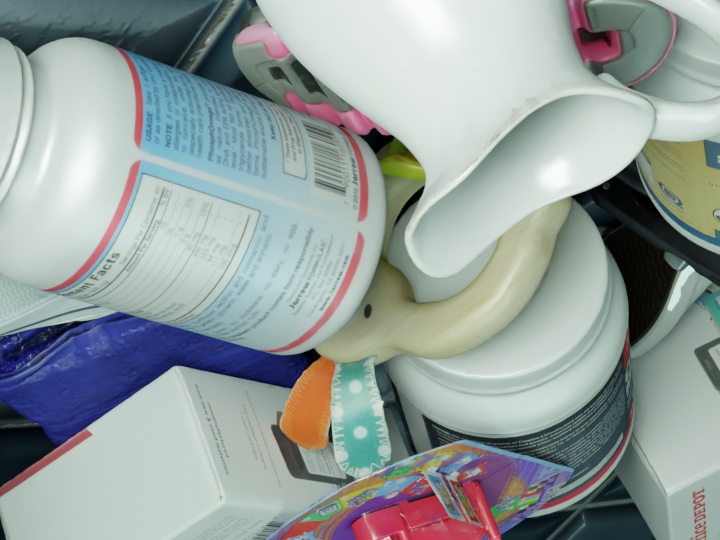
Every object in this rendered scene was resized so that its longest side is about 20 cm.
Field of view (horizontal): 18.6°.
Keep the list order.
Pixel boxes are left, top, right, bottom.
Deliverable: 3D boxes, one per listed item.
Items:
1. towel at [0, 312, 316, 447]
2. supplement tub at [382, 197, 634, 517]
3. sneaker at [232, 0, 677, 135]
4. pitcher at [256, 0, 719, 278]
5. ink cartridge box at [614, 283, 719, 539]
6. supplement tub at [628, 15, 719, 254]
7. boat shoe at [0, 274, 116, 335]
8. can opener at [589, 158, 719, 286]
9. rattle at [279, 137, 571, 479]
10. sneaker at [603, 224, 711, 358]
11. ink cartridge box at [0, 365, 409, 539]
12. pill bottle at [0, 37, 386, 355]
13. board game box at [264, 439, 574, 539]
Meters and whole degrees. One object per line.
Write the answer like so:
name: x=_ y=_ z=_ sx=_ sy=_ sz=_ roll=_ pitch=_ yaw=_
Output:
towel: x=-0.108 y=0.048 z=1.176 sx=0.147 sy=0.050 sz=0.200 roll=-23 pitch=154 yaw=4
supplement tub: x=0.083 y=0.045 z=1.244 sx=0.140 sy=0.141 sz=0.200 roll=-27 pitch=153 yaw=-5
sneaker: x=0.041 y=-0.123 z=0.993 sx=0.199 sy=0.096 sz=0.079 roll=-6 pitch=147 yaw=10
pitcher: x=0.051 y=-0.114 z=0.880 sx=0.171 sy=0.200 sz=0.121 roll=-18 pitch=151 yaw=-21
ink cartridge box: x=0.254 y=0.071 z=1.441 sx=0.200 sy=0.146 sz=0.147 roll=-27 pitch=152 yaw=-4
supplement tub: x=0.201 y=-0.105 z=1.097 sx=0.144 sy=0.145 sz=0.200 roll=-29 pitch=153 yaw=-1
boat shoe: x=-0.130 y=-0.015 z=1.041 sx=0.200 sy=0.074 sz=0.067 roll=-14 pitch=177 yaw=-28
can opener: x=0.211 y=-0.012 z=1.225 sx=0.063 sy=0.200 sz=0.079 roll=-61 pitch=164 yaw=24
rattle: x=0.000 y=0.000 z=1.086 sx=0.200 sy=0.130 sz=0.143 roll=-46 pitch=159 yaw=9
sneaker: x=0.206 y=-0.015 z=1.332 sx=0.084 sy=0.073 sz=0.200 roll=-3 pitch=142 yaw=-36
ink cartridge box: x=-0.076 y=0.133 z=1.211 sx=0.145 sy=0.084 sz=0.200 roll=-35 pitch=153 yaw=25
pill bottle: x=-0.096 y=-0.036 z=0.945 sx=0.200 sy=0.109 sz=0.109 roll=18 pitch=129 yaw=-33
board game box: x=0.032 y=0.154 z=1.192 sx=0.158 sy=0.039 sz=0.200 roll=-33 pitch=154 yaw=21
